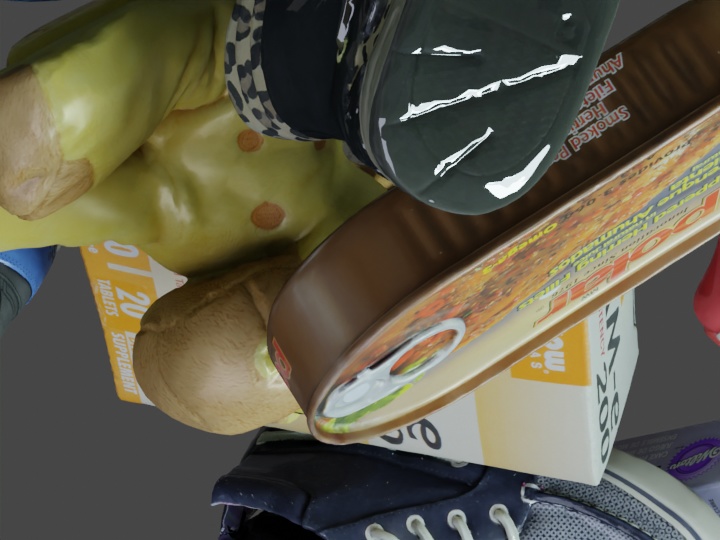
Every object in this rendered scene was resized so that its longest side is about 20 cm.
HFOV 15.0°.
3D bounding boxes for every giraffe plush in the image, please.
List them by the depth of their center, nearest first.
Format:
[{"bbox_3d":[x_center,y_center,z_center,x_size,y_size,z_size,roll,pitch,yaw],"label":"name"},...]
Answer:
[{"bbox_3d":[-0.044,-0.017,0.902,0.163,0.199,0.172,62,166,-10],"label":"giraffe plush"}]

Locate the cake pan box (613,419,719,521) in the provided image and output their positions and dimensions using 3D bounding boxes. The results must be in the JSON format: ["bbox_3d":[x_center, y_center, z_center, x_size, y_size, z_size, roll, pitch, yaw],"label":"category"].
[{"bbox_3d":[0.125,0.161,1.139,0.183,0.052,0.201,-12,120,38],"label":"cake pan box"}]

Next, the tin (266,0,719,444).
[{"bbox_3d":[0.061,-0.018,0.810,0.042,0.199,0.112,56,175,23],"label":"tin"}]

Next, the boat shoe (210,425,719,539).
[{"bbox_3d":[0.036,0.107,1.049,0.199,0.093,0.075,14,124,25],"label":"boat shoe"}]

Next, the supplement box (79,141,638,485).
[{"bbox_3d":[0.000,0.000,1.021,0.199,0.074,0.126,9,139,17],"label":"supplement box"}]

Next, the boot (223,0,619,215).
[{"bbox_3d":[0.033,-0.118,0.763,0.073,0.204,0.154,26,176,-22],"label":"boot"}]

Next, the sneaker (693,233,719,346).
[{"bbox_3d":[0.133,-0.067,0.897,0.115,0.078,0.200,32,128,3],"label":"sneaker"}]

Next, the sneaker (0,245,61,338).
[{"bbox_3d":[-0.219,-0.028,1.066,0.199,0.112,0.077,27,141,-4],"label":"sneaker"}]
